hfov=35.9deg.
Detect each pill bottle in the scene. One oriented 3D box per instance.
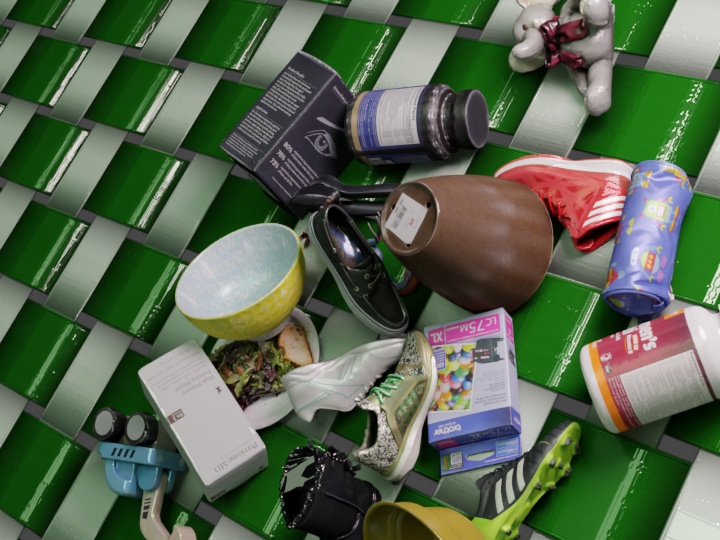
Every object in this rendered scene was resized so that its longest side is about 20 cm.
[{"bbox_3d":[0.085,-0.217,1.649,0.197,0.112,0.113,0,63,30],"label":"pill bottle"},{"bbox_3d":[0.365,0.108,1.291,0.198,0.110,0.111,-23,53,18],"label":"pill bottle"}]

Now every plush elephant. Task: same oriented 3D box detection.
[{"bbox_3d":[0.279,-0.332,1.574,0.152,0.167,0.201,0,33,16],"label":"plush elephant"}]

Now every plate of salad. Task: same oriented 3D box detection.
[{"bbox_3d":[-0.151,0.135,1.624,0.198,0.048,0.203,-14,57,23],"label":"plate of salad"}]

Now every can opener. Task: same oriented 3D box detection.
[{"bbox_3d":[-0.004,-0.104,1.673,0.197,0.064,0.079,4,38,22],"label":"can opener"}]

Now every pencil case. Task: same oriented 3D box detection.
[{"bbox_3d":[0.364,-0.037,1.397,0.086,0.078,0.202,12,68,14],"label":"pencil case"}]

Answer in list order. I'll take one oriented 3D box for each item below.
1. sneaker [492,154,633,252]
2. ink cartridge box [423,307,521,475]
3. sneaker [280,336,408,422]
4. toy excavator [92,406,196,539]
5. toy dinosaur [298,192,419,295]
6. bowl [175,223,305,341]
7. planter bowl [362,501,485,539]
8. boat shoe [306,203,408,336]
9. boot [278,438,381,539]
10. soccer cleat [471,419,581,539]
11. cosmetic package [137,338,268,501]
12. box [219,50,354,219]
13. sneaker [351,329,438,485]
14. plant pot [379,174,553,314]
[{"bbox_3d":[0.263,-0.088,1.490,0.198,0.078,0.117,-3,60,31],"label":"sneaker"},{"bbox_3d":[0.144,0.155,1.443,0.118,0.042,0.203,-15,58,23],"label":"ink cartridge box"},{"bbox_3d":[-0.008,0.147,1.528,0.198,0.070,0.081,-22,81,10],"label":"sneaker"},{"bbox_3d":[-0.302,0.310,1.594,0.192,0.100,0.203,1,77,33],"label":"toy excavator"},{"bbox_3d":[0.007,-0.028,1.615,0.181,0.200,0.105,39,88,2],"label":"toy dinosaur"},{"bbox_3d":[-0.157,0.037,1.608,0.198,0.108,0.201,-18,37,14],"label":"bowl"},{"bbox_3d":[0.097,0.343,1.302,0.083,0.203,0.200,-26,42,-32],"label":"planter bowl"},{"bbox_3d":[0.000,0.000,1.487,0.068,0.057,0.201,-36,88,-31],"label":"boat shoe"},{"bbox_3d":[-0.043,0.323,1.374,0.072,0.162,0.201,-4,61,30],"label":"boot"},{"bbox_3d":[0.189,0.255,1.340,0.081,0.067,0.201,35,86,41],"label":"soccer cleat"},{"bbox_3d":[-0.221,0.208,1.556,0.101,0.074,0.201,-30,64,-18],"label":"cosmetic package"},{"bbox_3d":[-0.094,-0.210,1.729,0.201,0.148,0.104,-50,50,-6],"label":"box"},{"bbox_3d":[0.040,0.169,1.436,0.077,0.088,0.203,-16,58,61],"label":"sneaker"},{"bbox_3d":[0.119,-0.048,1.438,0.185,0.199,0.190,-10,75,39],"label":"plant pot"}]
